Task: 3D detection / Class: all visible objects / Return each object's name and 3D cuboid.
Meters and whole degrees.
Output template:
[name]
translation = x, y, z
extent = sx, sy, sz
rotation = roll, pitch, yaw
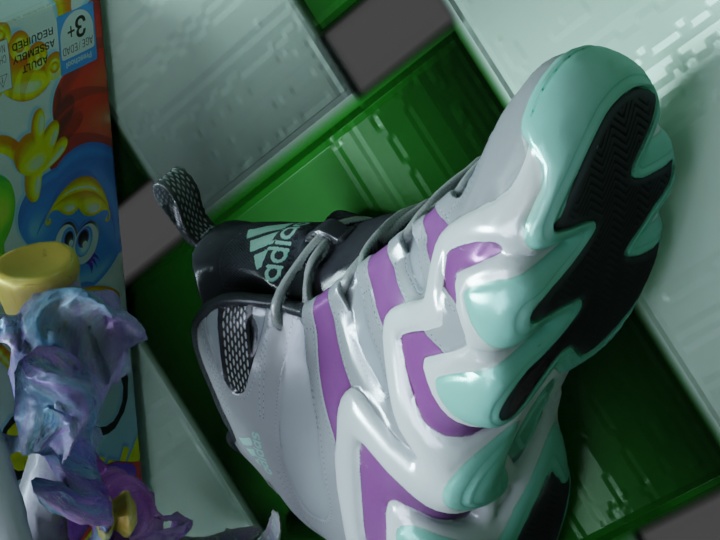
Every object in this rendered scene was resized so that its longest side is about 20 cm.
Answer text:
[sneaker]
translation = 0.000, 0.000, 0.714
extent = 0.140, 0.078, 0.201
rotation = 35, 132, 23
[pony figurine]
translation = -0.103, 0.097, 0.745
extent = 0.167, 0.192, 0.201
rotation = -120, 22, -58
[board game box]
translation = -0.146, 0.007, 0.835
extent = 0.104, 0.103, 0.201
rotation = 18, 124, 36
